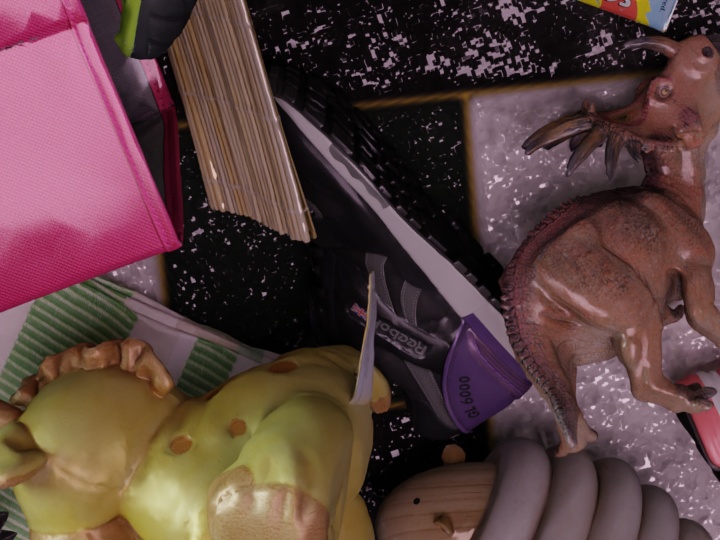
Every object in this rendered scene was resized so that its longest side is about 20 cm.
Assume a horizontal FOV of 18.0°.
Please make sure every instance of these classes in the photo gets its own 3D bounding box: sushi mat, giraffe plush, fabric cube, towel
[{"bbox_3d":[-0.069,-0.110,0.974,0.012,0.096,0.201,-25,111,-25],"label":"sushi mat"},{"bbox_3d":[-0.080,0.095,0.969,0.161,0.173,0.201,3,78,10],"label":"giraffe plush"},{"bbox_3d":[-0.198,-0.090,0.912,0.198,0.196,0.201,-20,111,3],"label":"fabric cube"},{"bbox_3d":[-0.110,0.084,1.072,0.199,0.023,0.153,23,106,-15],"label":"towel"}]

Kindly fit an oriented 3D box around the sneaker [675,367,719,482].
[{"bbox_3d":[0.234,0.115,1.091,0.087,0.074,0.200,-35,109,5],"label":"sneaker"}]

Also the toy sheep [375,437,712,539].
[{"bbox_3d":[0.099,0.150,1.061,0.199,0.138,0.138,24,105,-9],"label":"toy sheep"}]

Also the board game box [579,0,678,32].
[{"bbox_3d":[0.046,-0.189,0.951,0.199,0.105,0.104,18,106,-11],"label":"board game box"}]

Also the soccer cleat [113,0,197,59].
[{"bbox_3d":[-0.036,-0.168,0.855,0.081,0.068,0.201,19,98,-14],"label":"soccer cleat"}]

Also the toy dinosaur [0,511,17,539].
[{"bbox_3d":[-0.239,0.105,1.032,0.135,0.102,0.201,32,127,27],"label":"toy dinosaur"}]

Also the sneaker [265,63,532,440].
[{"bbox_3d":[0.000,0.000,1.030,0.087,0.076,0.200,-38,108,14],"label":"sneaker"}]

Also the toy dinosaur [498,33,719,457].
[{"bbox_3d":[0.105,-0.006,1.002,0.200,0.086,0.136,-45,111,-38],"label":"toy dinosaur"}]
